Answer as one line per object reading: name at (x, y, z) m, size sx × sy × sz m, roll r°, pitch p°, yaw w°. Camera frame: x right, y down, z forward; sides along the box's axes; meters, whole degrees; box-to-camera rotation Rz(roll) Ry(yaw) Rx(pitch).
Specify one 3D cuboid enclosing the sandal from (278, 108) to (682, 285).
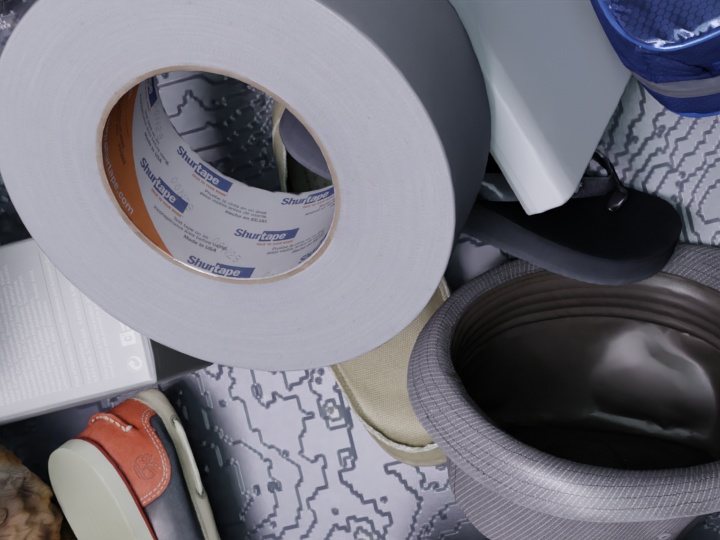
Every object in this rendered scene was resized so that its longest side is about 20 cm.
sandal at (0.062, -0.044, 0.946) m, size 0.199 × 0.076 × 0.043 m, roll 17°, pitch 121°, yaw -20°

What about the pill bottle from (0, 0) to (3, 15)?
pill bottle at (-0.277, -0.111, 1.021) m, size 0.199 × 0.112 × 0.113 m, roll -25°, pitch 90°, yaw 12°

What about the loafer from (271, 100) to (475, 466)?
loafer at (0.000, 0.000, 0.999) m, size 0.075 × 0.068 × 0.201 m, roll -21°, pitch 90°, yaw 12°

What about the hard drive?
hard drive at (0.049, -0.140, 0.910) m, size 0.026 × 0.132 × 0.201 m, roll -20°, pitch 113°, yaw 32°

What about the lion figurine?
lion figurine at (-0.178, 0.175, 1.020) m, size 0.072 × 0.122 × 0.202 m, roll 2°, pitch 96°, yaw 10°

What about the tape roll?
tape roll at (-0.049, -0.056, 0.870) m, size 0.199 × 0.066 × 0.201 m, roll 10°, pitch 129°, yaw 13°

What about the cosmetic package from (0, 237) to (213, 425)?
cosmetic package at (-0.182, 0.034, 1.018) m, size 0.198 × 0.107 × 0.091 m, roll -11°, pitch 91°, yaw 10°

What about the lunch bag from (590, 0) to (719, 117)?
lunch bag at (0.191, -0.163, 0.920) m, size 0.199 × 0.132 × 0.137 m, roll -20°, pitch 75°, yaw 13°

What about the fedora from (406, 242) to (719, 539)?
fedora at (0.116, 0.071, 0.955) m, size 0.199 × 0.177 × 0.091 m, roll -12°, pitch 132°, yaw -21°

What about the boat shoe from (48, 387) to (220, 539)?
boat shoe at (-0.084, 0.156, 1.028) m, size 0.071 × 0.062 × 0.201 m, roll -8°, pitch 111°, yaw 45°
